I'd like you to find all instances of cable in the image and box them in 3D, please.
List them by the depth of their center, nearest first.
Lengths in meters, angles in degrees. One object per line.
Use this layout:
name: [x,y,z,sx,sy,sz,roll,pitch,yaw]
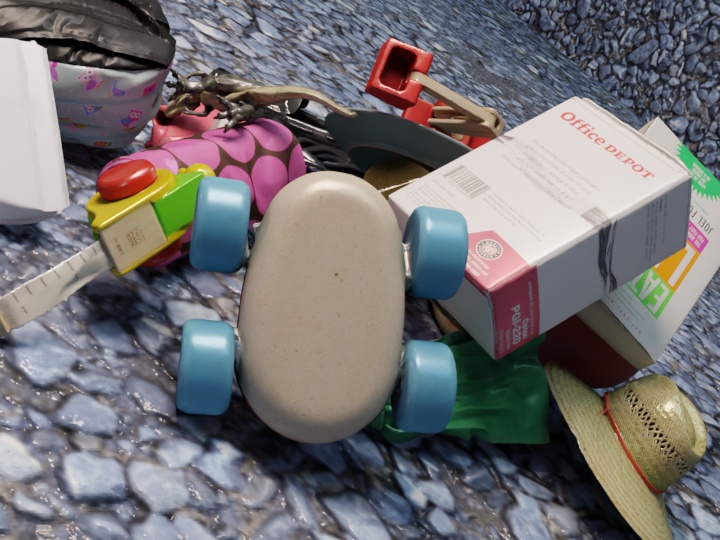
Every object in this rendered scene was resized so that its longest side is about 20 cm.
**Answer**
cable: [-0.011,-0.086,1.094,0.199,0.051,0.163,33,3,-28]

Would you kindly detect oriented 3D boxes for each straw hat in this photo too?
straw hat: [0.247,0.138,0.913,0.201,0.085,0.202,47,18,-20]

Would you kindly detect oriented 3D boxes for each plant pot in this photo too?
plant pot: [0.175,0.009,1.040,0.174,0.203,0.201,7,31,-27]

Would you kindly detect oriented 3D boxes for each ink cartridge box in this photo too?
ink cartridge box: [0.144,-0.041,0.861,0.198,0.086,0.146,-29,45,-15]

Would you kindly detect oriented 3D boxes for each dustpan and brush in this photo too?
dustpan and brush: [-0.309,-0.098,0.729,0.198,0.057,0.142,1,71,-44]

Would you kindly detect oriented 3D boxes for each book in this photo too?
book: [0.258,-0.027,0.966,0.134,0.048,0.200,44,60,-3]

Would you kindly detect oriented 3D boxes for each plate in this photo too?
plate: [0.052,-0.103,1.061,0.197,0.026,0.200,23,-11,4]

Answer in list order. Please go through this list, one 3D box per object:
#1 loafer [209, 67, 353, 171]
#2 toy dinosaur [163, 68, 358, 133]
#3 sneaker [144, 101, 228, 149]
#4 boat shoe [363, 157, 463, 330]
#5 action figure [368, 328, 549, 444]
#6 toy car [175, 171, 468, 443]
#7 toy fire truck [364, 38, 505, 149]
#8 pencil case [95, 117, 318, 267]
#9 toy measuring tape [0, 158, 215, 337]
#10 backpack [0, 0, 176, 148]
loafer: [-0.082,-0.173,1.198,0.199,0.071,0.068,34,21,1]
toy dinosaur: [-0.107,-0.143,0.895,0.197,0.048,0.088,10,15,33]
sneaker: [-0.156,-0.145,1.035,0.086,0.074,0.201,27,23,-11]
boat shoe: [0.063,-0.021,0.960,0.072,0.064,0.201,-26,54,-18]
action figure: [0.066,0.093,0.844,0.197,0.054,0.121,-5,82,-37]
toy car: [-0.038,0.029,0.778,0.181,0.181,0.200,6,-5,-10]
toy fire truck: [0.093,-0.138,1.008,0.197,0.049,0.141,23,-11,-9]
pencil case: [-0.122,-0.064,0.873,0.089,0.096,0.199,7,19,32]
toy measuring tape: [-0.178,-0.020,0.718,0.073,0.074,0.199,40,54,18]
backpack: [-0.257,-0.186,0.896,0.197,0.127,0.169,7,52,-26]
